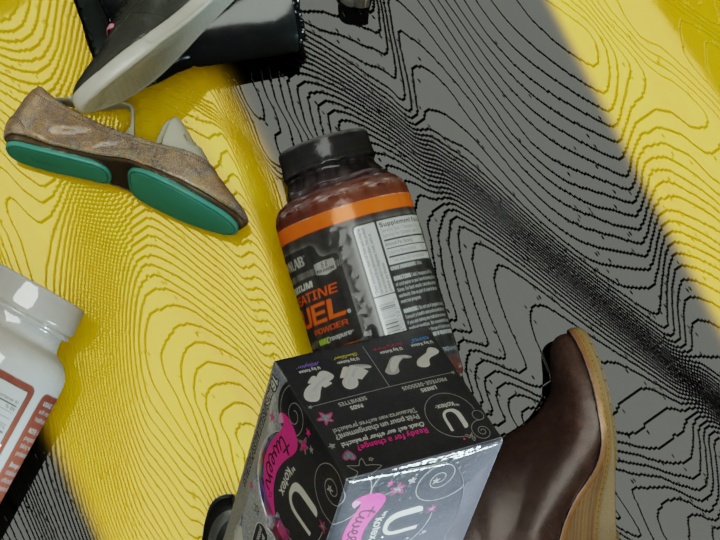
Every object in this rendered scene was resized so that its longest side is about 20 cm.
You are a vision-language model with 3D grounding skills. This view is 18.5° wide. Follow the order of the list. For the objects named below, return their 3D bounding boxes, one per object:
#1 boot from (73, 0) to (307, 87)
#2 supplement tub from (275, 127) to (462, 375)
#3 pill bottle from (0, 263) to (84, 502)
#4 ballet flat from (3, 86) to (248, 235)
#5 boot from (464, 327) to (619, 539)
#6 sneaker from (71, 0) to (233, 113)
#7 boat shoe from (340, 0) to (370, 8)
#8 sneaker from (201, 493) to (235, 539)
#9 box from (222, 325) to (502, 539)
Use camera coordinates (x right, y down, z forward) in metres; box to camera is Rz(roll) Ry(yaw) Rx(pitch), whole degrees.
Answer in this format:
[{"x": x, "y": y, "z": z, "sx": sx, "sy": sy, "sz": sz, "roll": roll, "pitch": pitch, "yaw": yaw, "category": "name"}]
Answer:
[{"x": -0.141, "y": -0.238, "z": 1.672, "sx": 0.167, "sy": 0.076, "sz": 0.202, "roll": -18, "pitch": 78, "yaw": -8, "category": "boot"}, {"x": 0.000, "y": 0.000, "z": 1.634, "sx": 0.106, "sy": 0.107, "sz": 0.202, "roll": -17, "pitch": 84, "yaw": -3, "category": "supplement tub"}, {"x": -0.287, "y": 0.098, "z": 1.617, "sx": 0.112, "sy": 0.112, "sz": 0.201, "roll": 29, "pitch": 84, "yaw": 2, "category": "pill bottle"}, {"x": -0.170, "y": -0.091, "z": 1.663, "sx": 0.199, "sy": 0.068, "sz": 0.068, "roll": 21, "pitch": 68, "yaw": 0, "category": "ballet flat"}, {"x": 0.105, "y": 0.148, "z": 1.636, "sx": 0.165, "sy": 0.072, "sz": 0.202, "roll": -4, "pitch": 88, "yaw": -3, "category": "boot"}, {"x": -0.158, "y": -0.206, "z": 1.596, "sx": 0.099, "sy": 0.071, "sz": 0.200, "roll": 43, "pitch": 77, "yaw": 5, "category": "sneaker"}, {"x": 0.035, "y": -0.293, "z": 1.680, "sx": 0.073, "sy": 0.075, "sz": 0.202, "roll": 17, "pitch": 85, "yaw": 1, "category": "boat shoe"}, {"x": -0.084, "y": 0.265, "z": 1.616, "sx": 0.070, "sy": 0.083, "sz": 0.202, "roll": -1, "pitch": 82, "yaw": 0, "category": "sneaker"}, {"x": -0.003, "y": 0.157, "z": 1.530, "sx": 0.131, "sy": 0.201, "sz": 0.115, "roll": -12, "pitch": 49, "yaw": -29, "category": "box"}]
